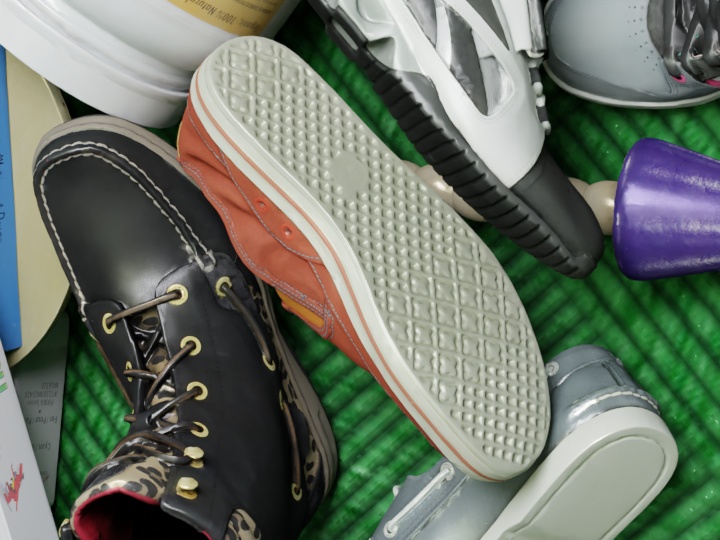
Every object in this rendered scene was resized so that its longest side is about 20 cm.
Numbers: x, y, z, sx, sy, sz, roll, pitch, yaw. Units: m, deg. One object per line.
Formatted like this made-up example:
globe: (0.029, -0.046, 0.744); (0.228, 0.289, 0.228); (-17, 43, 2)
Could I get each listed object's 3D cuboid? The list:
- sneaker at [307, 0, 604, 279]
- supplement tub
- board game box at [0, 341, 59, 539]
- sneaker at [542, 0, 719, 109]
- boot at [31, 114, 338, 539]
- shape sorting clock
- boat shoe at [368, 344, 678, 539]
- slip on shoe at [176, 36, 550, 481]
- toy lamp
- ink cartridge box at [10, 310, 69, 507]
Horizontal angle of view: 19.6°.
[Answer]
sneaker: (0.042, -0.090, 0.765); (0.088, 0.074, 0.200); (-39, 98, -8)
supplement tub: (-0.066, -0.173, 0.841); (0.145, 0.145, 0.200); (44, 107, 17)
board game box: (-0.206, 0.060, 0.901); (0.126, 0.035, 0.201); (-3, 110, 30)
sneaker: (0.144, -0.100, 0.760); (0.199, 0.121, 0.084); (-9, 87, 25)
boot: (-0.078, 0.050, 0.812); (0.073, 0.151, 0.201); (-18, 114, 18)
shape sorting clock: (-0.204, -0.043, 0.906); (0.199, 0.039, 0.201); (10, 112, 27)
boat shoe: (0.043, 0.108, 0.851); (0.200, 0.073, 0.062); (-44, 43, 22)
slip on shoe: (0.000, 0.000, 0.809); (0.200, 0.074, 0.061); (50, 140, 8)
toy lamp: (0.060, -0.030, 0.835); (0.199, 0.058, 0.059); (7, 94, 23)
ink cartridge box: (-0.236, 0.096, 0.980); (0.199, 0.045, 0.177); (5, 92, 25)
